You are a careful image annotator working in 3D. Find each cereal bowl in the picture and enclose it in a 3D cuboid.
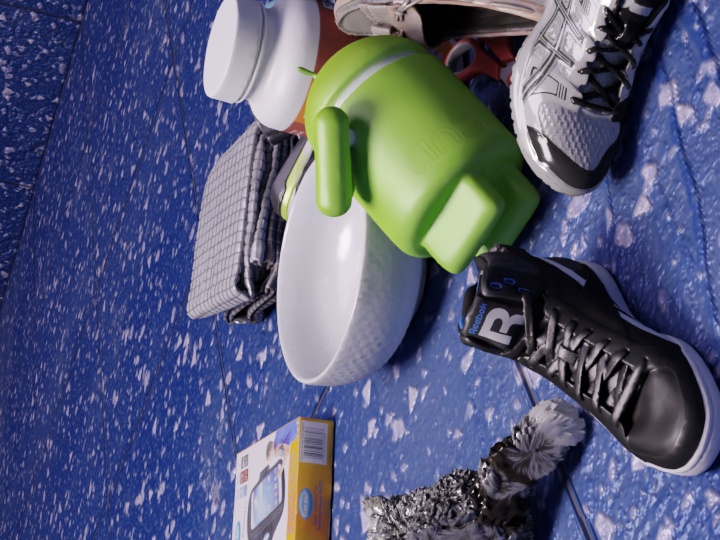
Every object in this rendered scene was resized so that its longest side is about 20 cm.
[{"bbox_3d":[0.000,0.000,1.106,0.200,0.083,0.202,-172,90,-68],"label":"cereal bowl"}]

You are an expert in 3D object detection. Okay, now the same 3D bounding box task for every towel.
[{"bbox_3d":[-0.113,-0.046,1.417,0.165,0.085,0.202,-28,53,61],"label":"towel"}]

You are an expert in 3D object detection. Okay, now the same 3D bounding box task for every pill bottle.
[{"bbox_3d":[-0.023,-0.163,1.086,0.112,0.198,0.113,-170,90,-68],"label":"pill bottle"}]

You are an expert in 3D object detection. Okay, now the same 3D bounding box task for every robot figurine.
[{"bbox_3d":[0.039,-0.091,0.959,0.200,0.175,0.116,49,129,24],"label":"robot figurine"}]

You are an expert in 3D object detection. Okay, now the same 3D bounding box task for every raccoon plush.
[{"bbox_3d":[0.079,0.157,0.895,0.200,0.097,0.134,-44,16,9],"label":"raccoon plush"}]

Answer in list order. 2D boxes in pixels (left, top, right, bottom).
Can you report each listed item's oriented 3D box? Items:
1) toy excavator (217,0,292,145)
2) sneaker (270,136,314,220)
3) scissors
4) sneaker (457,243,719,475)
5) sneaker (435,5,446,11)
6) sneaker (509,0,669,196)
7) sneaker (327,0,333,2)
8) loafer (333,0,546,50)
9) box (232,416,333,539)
[{"bbox_3d":[-0.090,-0.214,1.259,0.099,0.200,0.195,-30,43,7],"label":"toy excavator"},{"bbox_3d":[-0.009,-0.116,1.240,0.083,0.072,0.201,37,112,24],"label":"sneaker"},{"bbox_3d":[0.115,-0.155,0.985,0.074,0.014,0.200,-60,30,11],"label":"scissors"},{"bbox_3d":[0.118,0.050,0.759,0.200,0.111,0.074,-123,47,-60],"label":"sneaker"},{"bbox_3d":[0.057,-0.288,1.077,0.078,0.091,0.201,132,147,-50],"label":"sneaker"},{"bbox_3d":[0.149,-0.149,0.822,0.088,0.075,0.202,170,109,-67],"label":"sneaker"},{"bbox_3d":[-0.029,-0.263,1.299,0.201,0.076,0.076,-107,35,-56],"label":"sneaker"},{"bbox_3d":[0.061,-0.195,0.972,0.199,0.072,0.063,-5,73,34],"label":"loafer"},{"bbox_3d":[-0.083,0.223,1.273,0.200,0.041,0.120,-36,48,57],"label":"box"}]
